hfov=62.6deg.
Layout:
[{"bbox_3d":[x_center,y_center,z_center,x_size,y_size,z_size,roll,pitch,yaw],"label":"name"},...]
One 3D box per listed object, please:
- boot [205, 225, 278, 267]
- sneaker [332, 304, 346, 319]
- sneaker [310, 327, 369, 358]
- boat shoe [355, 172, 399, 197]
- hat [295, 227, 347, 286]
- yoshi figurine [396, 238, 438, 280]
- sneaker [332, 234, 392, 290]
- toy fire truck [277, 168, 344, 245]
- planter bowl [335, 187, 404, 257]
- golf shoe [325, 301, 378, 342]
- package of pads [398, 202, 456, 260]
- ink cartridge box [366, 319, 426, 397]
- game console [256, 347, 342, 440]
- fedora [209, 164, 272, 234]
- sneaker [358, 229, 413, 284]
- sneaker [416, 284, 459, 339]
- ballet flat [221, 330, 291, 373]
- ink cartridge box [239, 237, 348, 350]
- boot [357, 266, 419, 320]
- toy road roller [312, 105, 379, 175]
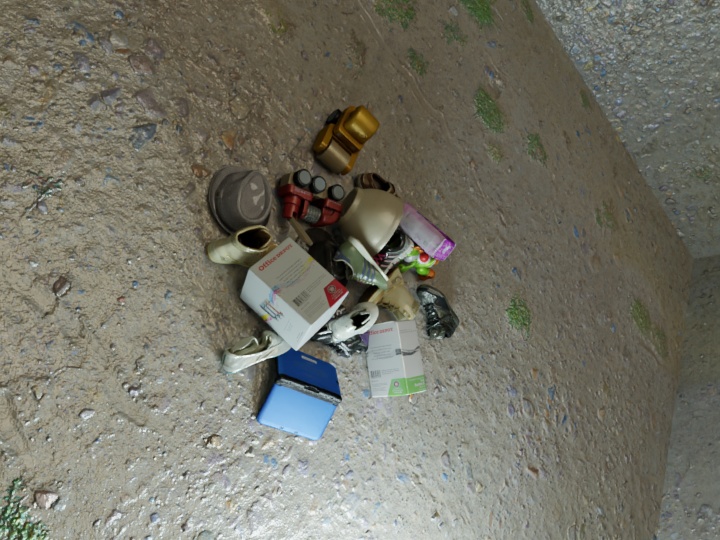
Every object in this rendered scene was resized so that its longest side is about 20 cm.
[{"bbox_3d":[-0.248,-0.059,1.427,0.200,0.155,0.073,4,75,-41],"label":"boot"},{"bbox_3d":[-0.127,0.091,1.554,0.200,0.076,0.116,-19,79,-50],"label":"sneaker"},{"bbox_3d":[-0.049,0.194,1.595,0.200,0.076,0.088,1,84,-42],"label":"sneaker"},{"bbox_3d":[0.075,-0.235,1.819,0.200,0.072,0.076,30,60,-36],"label":"boat shoe"},{"bbox_3d":[-0.086,-0.027,1.614,0.200,0.081,0.201,12,71,-38],"label":"hat"},{"bbox_3d":[0.152,-0.042,1.839,0.200,0.112,0.112,32,20,-46],"label":"yoshi figurine"},{"bbox_3d":[0.000,0.000,1.604,0.090,0.067,0.200,-43,121,-6],"label":"sneaker"},{"bbox_3d":[-0.133,-0.152,1.586,0.176,0.129,0.201,20,73,-37],"label":"toy fire truck"},{"bbox_3d":[0.012,-0.151,1.669,0.135,0.200,0.201,31,58,-18],"label":"planter bowl"},{"bbox_3d":[0.005,0.128,1.545,0.200,0.097,0.078,-30,94,-51],"label":"golf shoe"},{"bbox_3d":[0.189,-0.120,1.807,0.200,0.076,0.120,45,15,24],"label":"package of pads"},{"bbox_3d":[0.092,0.245,1.654,0.084,0.145,0.201,-1,79,-42],"label":"ink cartridge box"},{"bbox_3d":[-0.159,0.307,1.500,0.200,0.118,0.171,29,29,-33],"label":"game console"},{"bbox_3d":[-0.280,-0.183,1.477,0.177,0.090,0.200,31,59,-32],"label":"fedora"},{"bbox_3d":[0.061,-0.045,1.691,0.200,0.074,0.088,-38,138,-8],"label":"sneaker"},{"bbox_3d":[0.234,0.139,1.857,0.200,0.076,0.114,54,43,-23],"label":"sneaker"},{"bbox_3d":[-0.240,0.181,1.416,0.200,0.069,0.070,-20,92,-37],"label":"ballet flat"},{"bbox_3d":[-0.163,0.055,1.423,0.200,0.145,0.145,43,53,7],"label":"ink cartridge box"},{"bbox_3d":[0.087,0.102,1.731,0.156,0.073,0.200,58,44,-12],"label":"boot"},{"bbox_3d":[-0.033,-0.391,1.717,0.123,0.146,0.200,39,56,-27],"label":"toy road roller"}]
